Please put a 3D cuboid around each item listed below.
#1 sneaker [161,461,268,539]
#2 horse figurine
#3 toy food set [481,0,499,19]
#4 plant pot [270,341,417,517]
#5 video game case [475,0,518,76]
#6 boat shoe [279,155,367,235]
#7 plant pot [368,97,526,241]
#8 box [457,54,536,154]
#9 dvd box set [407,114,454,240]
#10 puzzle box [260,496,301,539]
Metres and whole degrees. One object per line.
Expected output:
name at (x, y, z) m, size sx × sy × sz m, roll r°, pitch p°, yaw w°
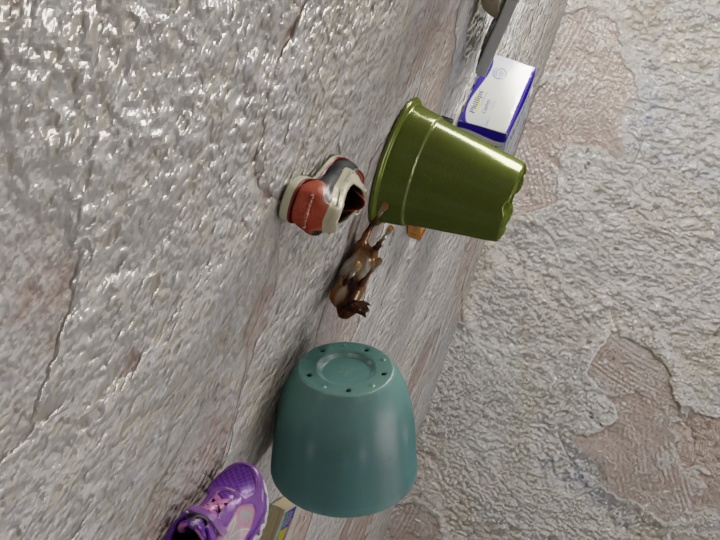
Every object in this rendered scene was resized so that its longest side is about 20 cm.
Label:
sneaker at (-0.161, 0.275, 0.939) m, size 0.200 × 0.080 × 0.089 m, roll -56°, pitch 155°, yaw -45°
horse figurine at (0.000, 0.000, 1.221) m, size 0.133 × 0.050 × 0.200 m, roll -57°, pitch -171°, yaw 45°
toy food set at (0.252, -0.536, 1.452) m, size 0.144 × 0.060 × 0.201 m, roll 63°, pitch 50°, yaw -74°
plant pot at (-0.021, 0.192, 1.162) m, size 0.201 × 0.200 × 0.162 m, roll -51°, pitch 147°, yaw -57°
video game case at (0.256, -0.460, 1.555) m, size 0.183 × 0.022 × 0.200 m, roll -70°, pitch -178°, yaw -56°
boat shoe at (-0.026, -0.080, 0.971) m, size 0.200 × 0.062 × 0.071 m, roll -40°, pitch 146°, yaw -70°
plant pot at (0.137, -0.129, 1.308) m, size 0.200 × 0.189 × 0.201 m, roll 22°, pitch 90°, yaw -78°
box at (0.275, -0.308, 1.837) m, size 0.200 × 0.105 × 0.184 m, roll 84°, pitch 28°, yaw -64°
dvd box set at (0.125, -0.162, 1.584) m, size 0.200 × 0.029 × 0.147 m, roll 87°, pitch 26°, yaw -64°
puzzle box at (-0.148, 0.459, 1.415) m, size 0.133 × 0.025 × 0.201 m, roll 31°, pitch 80°, yaw -78°
